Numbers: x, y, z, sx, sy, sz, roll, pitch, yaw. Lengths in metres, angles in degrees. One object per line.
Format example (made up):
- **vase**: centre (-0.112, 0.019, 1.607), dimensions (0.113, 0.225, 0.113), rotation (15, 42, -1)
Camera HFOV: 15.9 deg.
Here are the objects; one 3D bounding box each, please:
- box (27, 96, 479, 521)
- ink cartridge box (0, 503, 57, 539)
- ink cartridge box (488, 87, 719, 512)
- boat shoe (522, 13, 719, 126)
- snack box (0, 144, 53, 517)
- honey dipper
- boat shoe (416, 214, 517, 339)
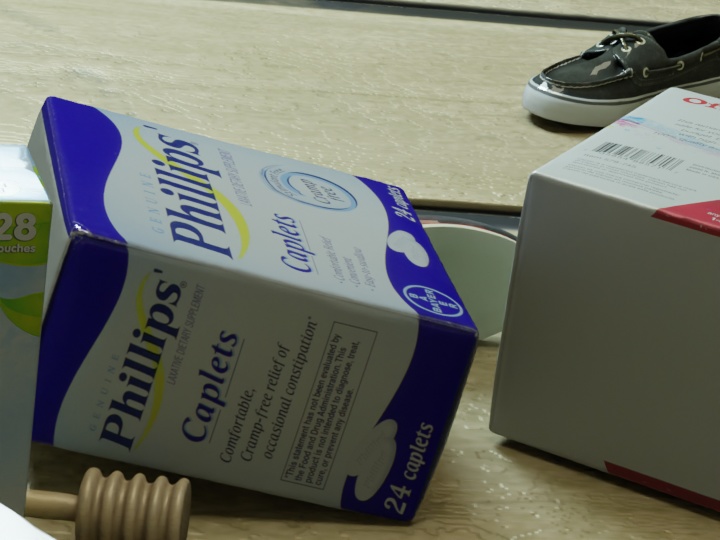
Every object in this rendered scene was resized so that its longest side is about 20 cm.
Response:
- **box**: centre (-0.066, 0.015, 1.240), dimensions (0.199, 0.105, 0.184), rotation (13, 20, -16)
- **ink cartridge box**: centre (-0.164, 0.157, 0.778), dimensions (0.144, 0.201, 0.084), rotation (25, 28, 37)
- **ink cartridge box**: centre (0.178, 0.009, 1.324), dimensions (0.145, 0.145, 0.200), rotation (17, 24, 24)
- **boat shoe**: centre (0.190, -0.144, 1.815), dimensions (0.199, 0.057, 0.068), rotation (-13, 30, -42)
- **snack box**: centre (-0.215, 0.051, 1.017), dimensions (0.168, 0.201, 0.068), rotation (-1, 23, -18)
- **honey dipper**: centre (-0.175, 0.098, 1.136), dimensions (0.199, 0.038, 0.038), rotation (7, 22, 2)
- **boat shoe**: centre (0.000, 0.000, 1.394), dimensions (0.199, 0.072, 0.063), rotation (-3, 21, -14)
